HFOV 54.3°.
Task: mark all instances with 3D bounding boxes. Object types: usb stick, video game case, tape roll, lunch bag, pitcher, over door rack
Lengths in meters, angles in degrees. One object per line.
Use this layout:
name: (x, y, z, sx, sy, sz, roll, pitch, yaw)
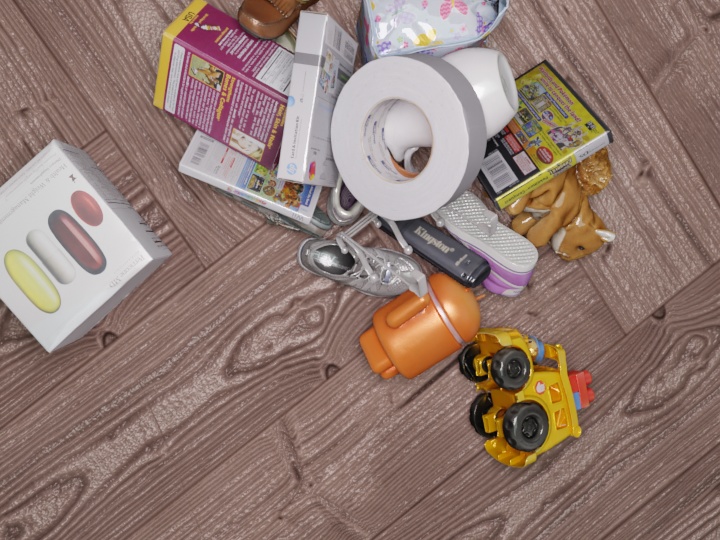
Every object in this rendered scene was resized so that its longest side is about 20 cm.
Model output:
usb stick: (0.103, -0.040, 1.031, 0.055, 0.033, 0.199, -35, 52, -25)
video game case: (-0.146, -0.160, 1.020, 0.195, 0.018, 0.146, 22, 52, -7)
tape roll: (0.059, -0.171, 0.902, 0.196, 0.066, 0.206, 11, 112, 29)
lunch bag: (0.097, -0.346, 1.000, 0.194, 0.170, 0.131, -9, 91, -4)
pitcher: (0.123, -0.207, 0.978, 0.196, 0.123, 0.172, -15, 133, 29)
over door rack: (0.075, -0.040, 0.966, 0.147, 0.199, 0.068, -39, 128, -18)
video game case: (0.234, -0.199, 1.009, 0.178, 0.202, 0.026, -31, 135, 10)

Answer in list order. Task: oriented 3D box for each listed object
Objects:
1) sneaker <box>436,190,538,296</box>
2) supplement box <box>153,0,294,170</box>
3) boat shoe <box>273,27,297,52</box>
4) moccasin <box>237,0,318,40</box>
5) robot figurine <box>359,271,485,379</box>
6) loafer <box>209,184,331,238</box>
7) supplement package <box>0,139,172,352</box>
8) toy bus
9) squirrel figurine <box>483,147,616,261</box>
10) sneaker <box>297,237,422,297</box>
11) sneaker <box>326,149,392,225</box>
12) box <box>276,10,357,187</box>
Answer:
sneaker: (0.175, -0.036, 1.080, 0.072, 0.115, 0.201, -34, 64, -22)
supplement box: (-0.173, -0.257, 0.976, 0.197, 0.132, 0.104, 29, 49, -4)
boat shoe: (-0.090, -0.287, 1.031, 0.075, 0.074, 0.201, -41, 97, -2)
moccasin: (-0.101, -0.381, 0.969, 0.073, 0.078, 0.202, 40, 48, 3)
robot figurine: (0.096, 0.081, 1.049, 0.198, 0.117, 0.145, -33, 111, 10)
loafer: (-0.136, -0.102, 1.052, 0.198, 0.072, 0.064, 34, 110, 0)
supplement package: (-0.407, -0.034, 0.979, 0.191, 0.147, 0.201, -41, 96, -2)
toy bus: (0.266, 0.172, 1.083, 0.187, 0.135, 0.206, -15, 93, -18)
squirrel figurine: (0.314, -0.118, 1.059, 0.185, 0.142, 0.202, 36, 92, -14)
sneaker: (0.000, 0.000, 1.057, 0.194, 0.082, 0.077, 9, 93, -7)
sneaker: (0.010, -0.162, 1.039, 0.073, 0.100, 0.205, 20, 90, -5)
box: (-0.053, -0.216, 0.929, 0.040, 0.156, 0.206, 9, 97, 13)
